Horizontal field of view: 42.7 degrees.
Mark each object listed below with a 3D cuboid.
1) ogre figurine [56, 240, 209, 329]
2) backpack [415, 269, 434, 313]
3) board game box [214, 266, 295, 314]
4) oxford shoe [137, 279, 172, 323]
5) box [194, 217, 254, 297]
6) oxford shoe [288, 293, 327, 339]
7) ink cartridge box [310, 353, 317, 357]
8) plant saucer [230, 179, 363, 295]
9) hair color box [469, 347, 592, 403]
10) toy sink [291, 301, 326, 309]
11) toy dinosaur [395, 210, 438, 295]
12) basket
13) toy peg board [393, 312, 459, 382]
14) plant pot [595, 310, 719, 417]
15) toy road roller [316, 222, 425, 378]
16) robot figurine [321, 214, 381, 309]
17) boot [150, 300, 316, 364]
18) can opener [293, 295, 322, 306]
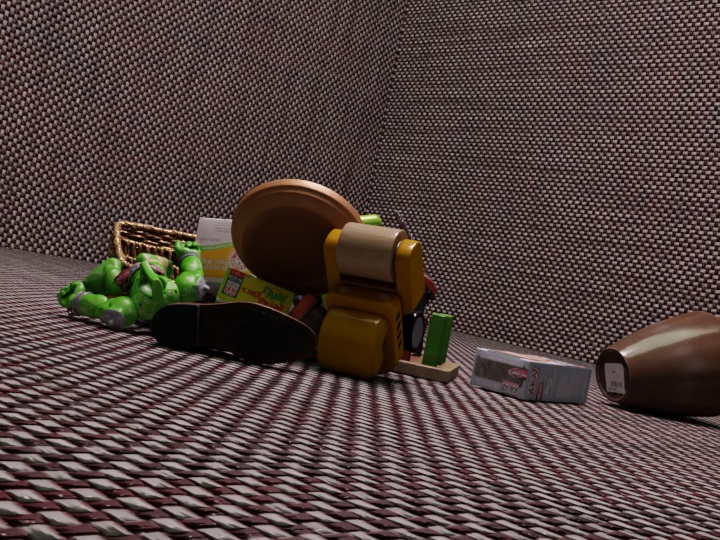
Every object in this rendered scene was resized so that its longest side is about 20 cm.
[{"bbox_3d":[-0.292,0.024,1.234,0.199,0.099,0.120,-2,26,-36],"label":"ogre figurine"},{"bbox_3d":[0.022,0.062,1.796,0.150,0.178,0.200,18,-9,-37],"label":"backpack"},{"bbox_3d":[-0.162,0.054,1.359,0.101,0.048,0.200,22,-15,-6],"label":"board game box"},{"bbox_3d":[-0.304,0.050,1.385,0.058,0.075,0.200,51,-9,-15],"label":"oxford shoe"},{"bbox_3d":[-0.184,-0.005,1.488,0.112,0.102,0.200,4,-14,15],"label":"box"},{"bbox_3d":[-0.072,0.093,1.374,0.072,0.071,0.200,40,-9,5],"label":"oxford shoe"},{"bbox_3d":[-0.149,0.087,1.312,0.162,0.057,0.200,11,4,36],"label":"ink cartridge box"},{"bbox_3d":[-0.089,-0.036,1.297,0.199,0.201,0.038,11,40,3],"label":"plant saucer"},{"bbox_3d":[0.270,0.166,1.440,0.099,0.061,0.200,11,0,41],"label":"hair color box"},{"bbox_3d":[-0.136,0.060,1.647,0.199,0.113,0.130,11,-1,9],"label":"toy sink"},{"bbox_3d":[-0.013,-0.023,1.341,0.181,0.201,0.105,-27,-20,6],"label":"toy dinosaur"},{"bbox_3d":[-0.324,0.003,1.555,0.199,0.150,0.143,13,-1,-25],"label":"basket"},{"bbox_3d":[0.061,0.105,1.476,0.198,0.098,0.200,11,-1,11],"label":"toy peg board"},{"bbox_3d":[0.515,0.172,1.588,0.199,0.188,0.187,-4,6,-24],"label":"plant pot"},{"bbox_3d":[0.006,0.051,1.214,0.122,0.201,0.146,9,34,22],"label":"toy road roller"},{"bbox_3d":[0.000,0.000,1.469,0.115,0.176,0.200,8,23,9],"label":"robot figurine"},{"bbox_3d":[-0.153,0.070,1.147,0.199,0.075,0.097,10,2,-3],"label":"boot"},{"bbox_3d":[-0.086,0.017,1.517,0.063,0.079,0.200,-13,8,19],"label":"can opener"}]
